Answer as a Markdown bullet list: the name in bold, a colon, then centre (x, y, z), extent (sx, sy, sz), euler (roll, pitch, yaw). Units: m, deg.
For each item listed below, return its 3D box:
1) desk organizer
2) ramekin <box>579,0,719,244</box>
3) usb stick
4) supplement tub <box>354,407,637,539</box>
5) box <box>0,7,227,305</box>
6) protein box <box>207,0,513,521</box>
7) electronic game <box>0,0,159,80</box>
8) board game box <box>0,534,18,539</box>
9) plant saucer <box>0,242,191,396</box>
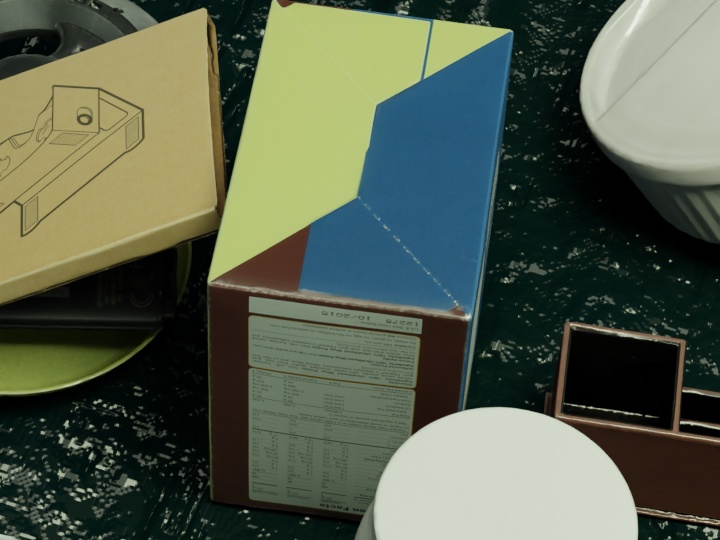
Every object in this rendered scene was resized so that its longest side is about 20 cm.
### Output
- **desk organizer**: centre (0.200, 0.091, 1.326), extent (0.198, 0.077, 0.072), euler (9, 52, 3)
- **ramekin**: centre (0.237, -0.103, 1.427), extent (0.201, 0.094, 0.203), euler (-20, 41, 18)
- **usb stick**: centre (-0.202, 0.006, 1.352), extent (0.198, 0.033, 0.056), euler (1, 76, -3)
- **supplement tub**: centre (0.061, 0.173, 1.176), extent (0.139, 0.201, 0.141), euler (2, 52, -2)
- **box**: centre (-0.169, -0.054, 1.315), extent (0.199, 0.021, 0.164), euler (-19, 45, 12)
- **protein box**: centre (0.000, 0.000, 1.306), extent (0.134, 0.201, 0.200), euler (8, 52, 3)
- **electronic game**: centre (-0.197, -0.091, 1.426), extent (0.198, 0.042, 0.201), euler (-1, 59, 1)
- **board game box**: centre (-0.189, 0.183, 1.163), extent (0.199, 0.026, 0.199), euler (25, 16, 39)
- **plant saucer**: centre (-0.197, -0.002, 1.404), extent (0.198, 0.031, 0.201), euler (2, 51, -2)
